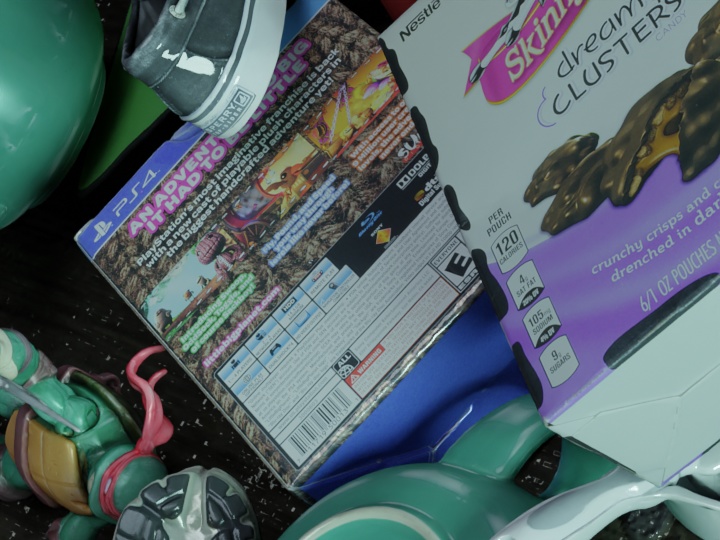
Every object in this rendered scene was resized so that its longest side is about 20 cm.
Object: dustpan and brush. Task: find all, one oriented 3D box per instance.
[{"bbox_3d":[0.125,0.066,0.772,0.199,0.057,0.140,-33,45,-15],"label":"dustpan and brush"}]

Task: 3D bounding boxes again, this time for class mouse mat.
[{"bbox_3d":[-0.077,-0.136,1.061,0.200,0.008,0.162,-35,35,46],"label":"mouse mat"}]

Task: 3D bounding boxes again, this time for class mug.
[{"bbox_3d":[-0.205,-0.080,1.093,0.152,0.114,0.186,6,72,63],"label":"mug"},{"bbox_3d":[0.025,0.136,0.808,0.151,0.114,0.186,-20,52,24],"label":"mug"}]

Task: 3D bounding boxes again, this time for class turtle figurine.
[{"bbox_3d":[-0.142,0.085,0.955,0.200,0.100,0.151,17,114,54],"label":"turtle figurine"}]

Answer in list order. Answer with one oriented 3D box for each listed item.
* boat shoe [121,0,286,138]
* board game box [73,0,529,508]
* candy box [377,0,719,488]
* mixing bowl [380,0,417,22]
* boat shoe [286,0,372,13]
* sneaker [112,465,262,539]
[{"bbox_3d":[-0.074,-0.140,0.962,0.072,0.068,0.201,-45,28,34],"label":"boat shoe"},{"bbox_3d":[0.000,0.000,0.926,0.160,0.097,0.200,-46,46,1],"label":"board game box"},{"bbox_3d":[0.110,-0.058,0.747,0.168,0.071,0.201,-42,44,21],"label":"candy box"},{"bbox_3d":[0.059,-0.183,0.929,0.200,0.108,0.200,-52,8,11],"label":"mixing bowl"},{"bbox_3d":[-0.010,-0.164,1.060,0.202,0.074,0.065,-41,41,20],"label":"boat shoe"},{"bbox_3d":[-0.064,0.181,0.876,0.077,0.080,0.201,5,80,7],"label":"sneaker"}]
